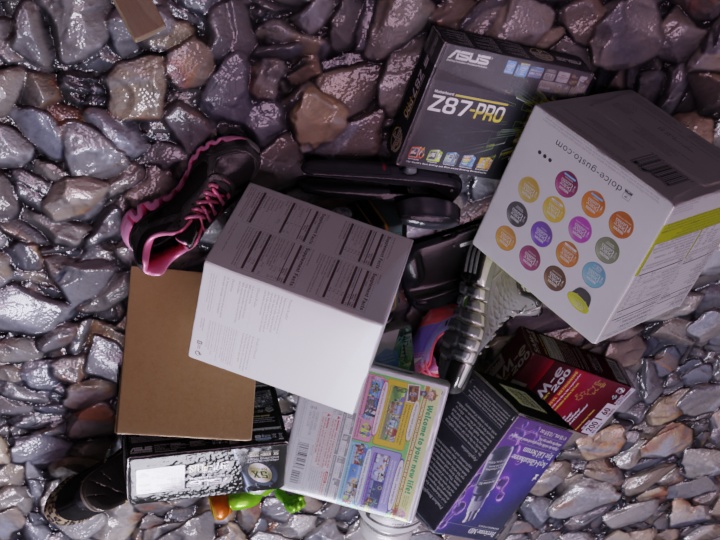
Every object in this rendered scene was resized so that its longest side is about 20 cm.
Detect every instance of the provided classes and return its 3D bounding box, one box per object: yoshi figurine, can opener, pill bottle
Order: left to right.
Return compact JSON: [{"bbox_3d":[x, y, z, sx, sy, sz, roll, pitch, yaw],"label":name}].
[{"bbox_3d":[-0.116,0.283,1.602,0.199,0.112,0.113,-11,125,-12],"label":"yoshi figurine"},{"bbox_3d":[0.026,-0.103,1.355,0.199,0.079,0.064,11,125,-11],"label":"can opener"},{"bbox_3d":[0.053,0.310,1.670,0.110,0.111,0.201,-1,129,-16],"label":"pill bottle"}]

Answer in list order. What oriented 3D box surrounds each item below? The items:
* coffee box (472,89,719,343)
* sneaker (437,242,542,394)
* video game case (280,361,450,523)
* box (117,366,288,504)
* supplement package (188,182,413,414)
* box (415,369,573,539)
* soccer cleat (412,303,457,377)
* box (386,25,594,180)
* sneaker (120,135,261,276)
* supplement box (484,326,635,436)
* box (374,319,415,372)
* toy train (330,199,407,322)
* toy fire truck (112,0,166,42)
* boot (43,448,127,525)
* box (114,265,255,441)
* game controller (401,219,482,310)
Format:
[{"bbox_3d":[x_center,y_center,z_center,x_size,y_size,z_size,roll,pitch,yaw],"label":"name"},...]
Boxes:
[{"bbox_3d":[0.291,-0.068,1.329,0.200,0.200,0.198,-17,139,-44],"label":"coffee box"},{"bbox_3d":[0.175,0.067,1.453,0.115,0.075,0.201,11,98,-23],"label":"sneaker"},{"bbox_3d":[0.003,0.210,1.457,0.181,0.022,0.201,14,108,2],"label":"video game case"},{"bbox_3d":[-0.205,0.200,1.465,0.199,0.164,0.086,-4,130,-15],"label":"box"},{"bbox_3d":[-0.067,0.030,1.287,0.199,0.151,0.152,19,132,2],"label":"supplement package"},{"bbox_3d":[0.161,0.250,1.532,0.148,0.104,0.200,21,107,-47],"label":"box"},{"bbox_3d":[0.085,0.130,1.554,0.066,0.077,0.200,14,122,-26],"label":"soccer cleat"},{"bbox_3d":[0.148,-0.186,1.330,0.199,0.049,0.162,7,124,-24],"label":"box"},{"bbox_3d":[-0.185,-0.067,1.296,0.200,0.096,0.079,-40,127,15],"label":"sneaker"},{"bbox_3d":[0.284,0.163,1.653,0.199,0.061,0.109,19,121,-28],"label":"supplement box"},{"bbox_3d":[0.006,0.177,1.511,0.144,0.036,0.201,-14,110,-23],"label":"box"},{"bbox_3d":[0.000,0.000,1.421,0.113,0.085,0.201,-15,132,-17],"label":"toy train"},{"bbox_3d":[-0.197,-0.335,1.063,0.175,0.129,0.200,-14,143,-6],"label":"toy fire truck"},{"bbox_3d":[-0.320,0.277,1.543,0.150,0.073,0.200,-29,-179,43],"label":"boot"},{"bbox_3d":[-0.204,0.100,1.380,0.163,0.021,0.201,5,83,-15],"label":"box"},{"bbox_3d":[0.148,-0.015,1.486,0.199,0.042,0.105,-18,117,-3],"label":"game controller"}]
